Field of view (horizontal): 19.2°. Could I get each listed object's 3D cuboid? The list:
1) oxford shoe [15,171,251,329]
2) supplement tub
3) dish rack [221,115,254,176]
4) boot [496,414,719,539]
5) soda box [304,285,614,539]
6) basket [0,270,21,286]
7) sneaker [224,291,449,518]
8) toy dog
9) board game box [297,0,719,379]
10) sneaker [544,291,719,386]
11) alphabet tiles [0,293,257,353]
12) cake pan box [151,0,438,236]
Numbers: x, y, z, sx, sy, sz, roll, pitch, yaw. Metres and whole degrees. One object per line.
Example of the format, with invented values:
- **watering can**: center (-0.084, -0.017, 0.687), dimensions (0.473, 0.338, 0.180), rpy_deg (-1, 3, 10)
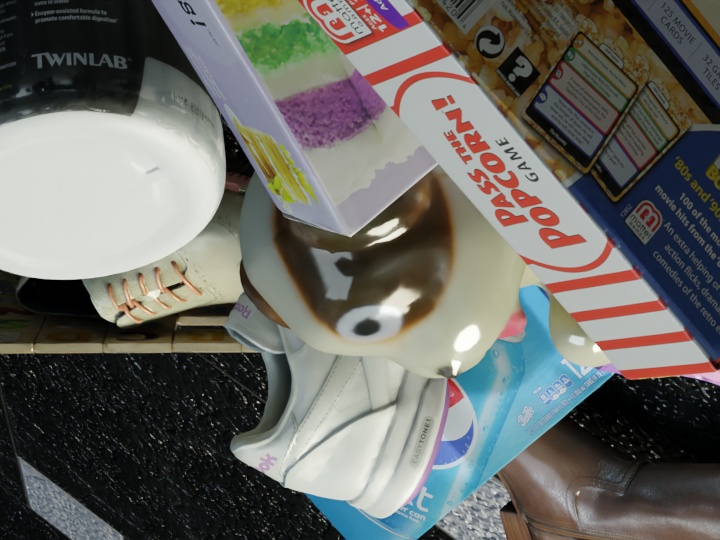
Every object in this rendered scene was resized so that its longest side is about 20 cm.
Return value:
- **oxford shoe**: center (-0.088, 0.002, 1.028), dimensions (0.200, 0.074, 0.071), rpy_deg (-3, 130, 47)
- **supplement tub**: center (-0.123, -0.108, 0.892), dimensions (0.122, 0.200, 0.123), rpy_deg (-5, 146, -3)
- **dish rack**: center (-0.031, -0.054, 1.020), dimensions (0.200, 0.055, 0.153), rpy_deg (43, 151, -11)
- **boot**: center (0.141, 0.090, 1.024), dimensions (0.200, 0.064, 0.187), rpy_deg (6, 132, 45)
- **soda box**: center (0.054, 0.058, 0.986), dimensions (0.064, 0.068, 0.200), rpy_deg (47, 133, 4)
- **basket**: center (-0.202, -0.098, 1.115), dimensions (0.135, 0.123, 0.200), rpy_deg (22, 154, 37)
- **sneaker**: center (0.000, 0.000, 0.909), dimensions (0.099, 0.200, 0.075), rpy_deg (15, 172, -14)
- **toy dog**: center (0.044, -0.051, 0.747), dimensions (0.194, 0.200, 0.140), rpy_deg (44, 156, -7)
- **board game box**: center (0.096, -0.093, 0.597), dimensions (0.152, 0.200, 0.046), rpy_deg (49, 156, -15)
- **sneaker**: center (0.127, 0.015, 0.874), dimensions (0.200, 0.088, 0.081), rpy_deg (39, 155, 3)
- **alphabet tiles**: center (-0.127, 0.023, 1.102), dimensions (0.167, 0.200, 0.008), rpy_deg (-108, 18, -80)
- **cake pan box**: center (0.015, -0.141, 0.639), dimensions (0.052, 0.200, 0.184), rpy_deg (21, 145, 55)
